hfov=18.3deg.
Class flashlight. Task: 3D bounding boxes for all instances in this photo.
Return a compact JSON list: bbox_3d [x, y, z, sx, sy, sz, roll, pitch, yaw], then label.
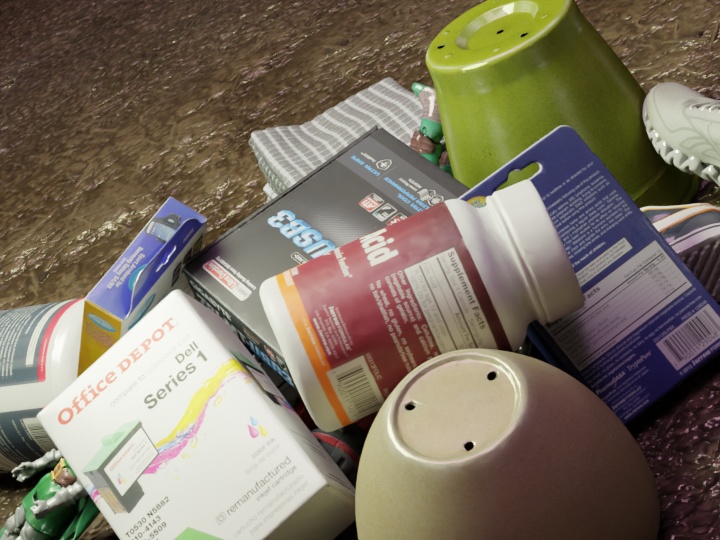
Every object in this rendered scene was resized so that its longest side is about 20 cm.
[{"bbox_3d":[0.008,0.105,1.697,0.068,0.068,0.200,-4,35,41],"label":"flashlight"}]

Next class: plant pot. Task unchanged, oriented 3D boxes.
[{"bbox_3d":[0.149,-0.122,1.838,0.200,0.193,0.200,-23,25,11],"label":"plant pot"},{"bbox_3d":[0.079,0.127,1.436,0.200,0.135,0.200,-13,45,13],"label":"plant pot"}]

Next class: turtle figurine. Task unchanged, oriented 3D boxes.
[{"bbox_3d":[0.041,-0.051,1.920,0.101,0.150,0.200,24,83,22],"label":"turtle figurine"}]

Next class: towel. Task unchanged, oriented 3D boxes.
[{"bbox_3d":[-0.006,-0.104,2.090,0.165,0.086,0.200,-30,25,-6],"label":"towel"}]

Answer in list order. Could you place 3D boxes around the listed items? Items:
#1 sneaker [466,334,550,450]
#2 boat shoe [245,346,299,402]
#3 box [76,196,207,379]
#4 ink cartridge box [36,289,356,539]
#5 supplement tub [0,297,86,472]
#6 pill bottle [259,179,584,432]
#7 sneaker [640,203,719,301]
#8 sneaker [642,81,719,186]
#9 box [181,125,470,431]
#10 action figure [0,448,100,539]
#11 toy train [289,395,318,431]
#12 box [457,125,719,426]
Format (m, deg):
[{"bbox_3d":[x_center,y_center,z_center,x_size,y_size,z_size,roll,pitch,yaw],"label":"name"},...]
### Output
[{"bbox_3d":[0.069,0.109,1.595,0.071,0.098,0.200,8,44,49],"label":"sneaker"},{"bbox_3d":[-0.123,0.103,1.702,0.200,0.067,0.074,-41,32,-17],"label":"boat shoe"},{"bbox_3d":[-0.172,0.032,1.741,0.041,0.200,0.119,29,55,12],"label":"box"},{"bbox_3d":[-0.116,0.136,1.598,0.145,0.084,0.200,-42,61,4],"label":"ink cartridge box"},{"bbox_3d":[-0.275,0.099,1.909,0.200,0.140,0.140,-8,32,36],"label":"supplement tub"},{"bbox_3d":[0.043,0.021,1.523,0.200,0.114,0.114,-24,25,0],"label":"pill bottle"},{"bbox_3d":[0.195,0.009,1.682,0.200,0.078,0.079,-19,28,1],"label":"sneaker"},{"bbox_3d":[0.289,-0.102,1.728,0.075,0.081,0.200,-16,39,-23],"label":"sneaker"},{"bbox_3d":[0.000,0.000,1.675,0.198,0.050,0.200,-35,45,-16],"label":"box"},{"bbox_3d":[-0.238,0.178,1.739,0.200,0.055,0.118,-51,30,8],"label":"action figure"},{"bbox_3d":[-0.112,0.145,1.751,0.200,0.056,0.150,-6,38,34],"label":"toy train"},{"bbox_3d":[0.163,0.005,1.601,0.121,0.200,0.032,-35,-8,-16],"label":"box"}]
